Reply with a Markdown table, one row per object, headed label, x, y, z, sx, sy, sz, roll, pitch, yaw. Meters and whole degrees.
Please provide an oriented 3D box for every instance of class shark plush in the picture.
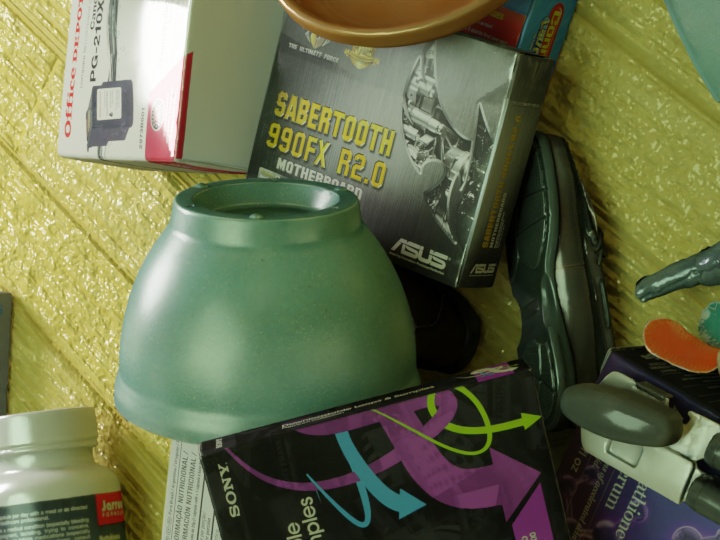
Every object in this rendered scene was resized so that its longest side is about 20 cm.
| label | x | y | z | sx | sy | sz | roll | pitch | yaw |
| --- | --- | --- | --- | --- | --- | --- | --- | --- | --- |
| shark plush | 0.252 | -0.028 | 1.072 | 0.199 | 0.083 | 0.091 | -6 | 86 | 38 |

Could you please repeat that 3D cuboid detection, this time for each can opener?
| label | x | y | z | sx | sy | sz | roll | pitch | yaw |
| --- | --- | --- | --- | --- | --- | --- | --- | --- | --- |
| can opener | 0.198 | 0.118 | 0.994 | 0.200 | 0.067 | 0.054 | 29 | 106 | 34 |

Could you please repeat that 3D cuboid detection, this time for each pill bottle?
| label | x | y | z | sx | sy | sz | roll | pitch | yaw |
| --- | --- | --- | --- | --- | --- | --- | --- | --- | --- |
| pill bottle | -0.248 | 0.215 | 1.438 | 0.119 | 0.119 | 0.201 | -11 | 83 | 37 |

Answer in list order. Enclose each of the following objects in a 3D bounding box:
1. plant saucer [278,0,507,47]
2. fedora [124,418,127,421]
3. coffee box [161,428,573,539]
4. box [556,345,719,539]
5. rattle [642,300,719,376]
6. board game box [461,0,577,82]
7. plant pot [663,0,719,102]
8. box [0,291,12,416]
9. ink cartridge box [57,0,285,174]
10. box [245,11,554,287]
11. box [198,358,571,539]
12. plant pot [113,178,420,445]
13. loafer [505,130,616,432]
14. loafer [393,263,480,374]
| label | x | y | z | sx | sy | sz | roll | pitch | yaw |
| --- | --- | --- | --- | --- | --- | --- | --- | --- | --- |
| plant saucer | 0.036 | -0.218 | 1.181 | 0.199 | 0.038 | 0.201 | -11 | 51 | 14 |
| fedora | -0.101 | 0.044 | 1.321 | 0.091 | 0.201 | 0.201 | 27 | 110 | 0 |
| coffee box | -0.001 | 0.189 | 1.195 | 0.197 | 0.199 | 0.201 | 11 | 98 | 36 |
| box | 0.223 | 0.154 | 1.082 | 0.200 | 0.104 | 0.149 | 30 | 107 | 34 |
| rattle | 0.275 | 0.084 | 1.048 | 0.199 | 0.130 | 0.143 | -14 | 112 | 36 |
| board game box | 0.037 | -0.145 | 1.258 | 0.200 | 0.056 | 0.197 | 28 | 106 | 34 |
| plant pot | 0.250 | -0.205 | 1.047 | 0.141 | 0.141 | 0.201 | -8 | 92 | 38 |
| box | -0.396 | 0.089 | 1.604 | 0.199 | 0.041 | 0.157 | 4 | 92 | 37 |
| ink cartridge box | -0.146 | -0.149 | 1.345 | 0.200 | 0.084 | 0.146 | 7 | 91 | 56 |
| box | 0.020 | -0.093 | 1.204 | 0.199 | 0.048 | 0.159 | 23 | 105 | 35 |
| box | 0.018 | 0.146 | 1.035 | 0.199 | 0.036 | 0.144 | -15 | 98 | -1 |
| plant pot | -0.060 | 0.016 | 1.139 | 0.200 | 0.200 | 0.135 | 13 | 110 | 37 |
| loafer | 0.138 | 0.007 | 1.187 | 0.072 | 0.063 | 0.201 | 155 | 114 | -66 |
| loafer | 0.000 | 0.000 | 1.276 | 0.200 | 0.071 | 0.073 | 38 | 112 | 31 |
